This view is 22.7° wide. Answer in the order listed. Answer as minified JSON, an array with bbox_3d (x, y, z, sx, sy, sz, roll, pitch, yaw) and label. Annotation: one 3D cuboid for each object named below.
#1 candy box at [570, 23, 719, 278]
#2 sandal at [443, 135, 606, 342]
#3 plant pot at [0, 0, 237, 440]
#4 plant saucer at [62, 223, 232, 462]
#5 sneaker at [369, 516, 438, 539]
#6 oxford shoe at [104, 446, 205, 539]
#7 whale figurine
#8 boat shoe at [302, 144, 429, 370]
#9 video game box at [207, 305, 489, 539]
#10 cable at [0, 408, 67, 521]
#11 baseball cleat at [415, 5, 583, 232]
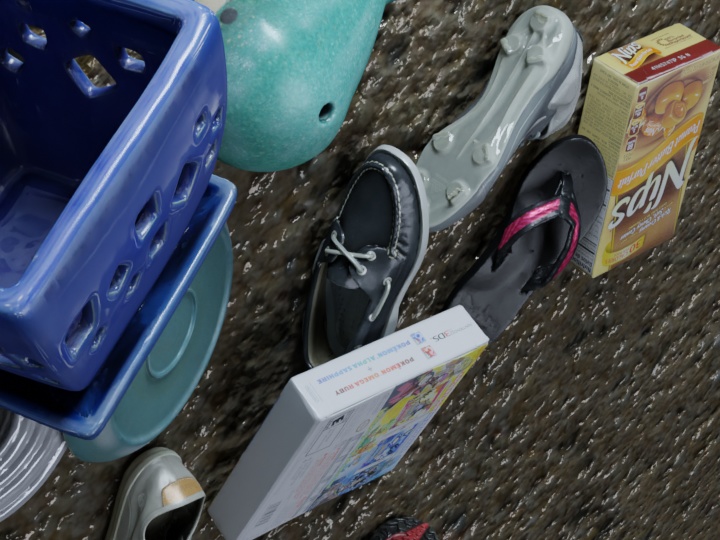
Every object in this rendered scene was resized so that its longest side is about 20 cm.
[{"bbox_3d":[0.239,-0.103,1.559,0.115,0.055,0.201,-24,136,-36],"label":"candy box"},{"bbox_3d":[0.144,-0.018,1.494,0.075,0.045,0.201,31,97,-18],"label":"sandal"},{"bbox_3d":[-0.185,-0.037,0.956,0.201,0.199,0.180,-61,158,-26],"label":"plant pot"},{"bbox_3d":[-0.135,0.038,1.198,0.201,0.027,0.201,-55,157,-37],"label":"plant saucer"},{"bbox_3d":[0.000,0.318,1.631,0.199,0.079,0.096,-36,145,-24],"label":"sneaker"},{"bbox_3d":[-0.161,0.227,1.375,0.075,0.058,0.201,-19,135,-43],"label":"oxford shoe"},{"bbox_3d":[-0.029,-0.147,1.155,0.200,0.104,0.160,-41,144,-17],"label":"whale figurine"},{"bbox_3d":[0.000,0.000,1.348,0.060,0.075,0.201,-28,139,-40],"label":"boat shoe"},{"bbox_3d":[-0.011,0.123,1.416,0.181,0.047,0.200,-19,154,-38],"label":"video game box"},{"bbox_3d":[-0.256,0.083,1.119,0.199,0.069,0.201,14,108,-54],"label":"cable"},{"bbox_3d":[0.114,-0.105,1.396,0.201,0.070,0.106,-54,146,3],"label":"baseball cleat"}]
